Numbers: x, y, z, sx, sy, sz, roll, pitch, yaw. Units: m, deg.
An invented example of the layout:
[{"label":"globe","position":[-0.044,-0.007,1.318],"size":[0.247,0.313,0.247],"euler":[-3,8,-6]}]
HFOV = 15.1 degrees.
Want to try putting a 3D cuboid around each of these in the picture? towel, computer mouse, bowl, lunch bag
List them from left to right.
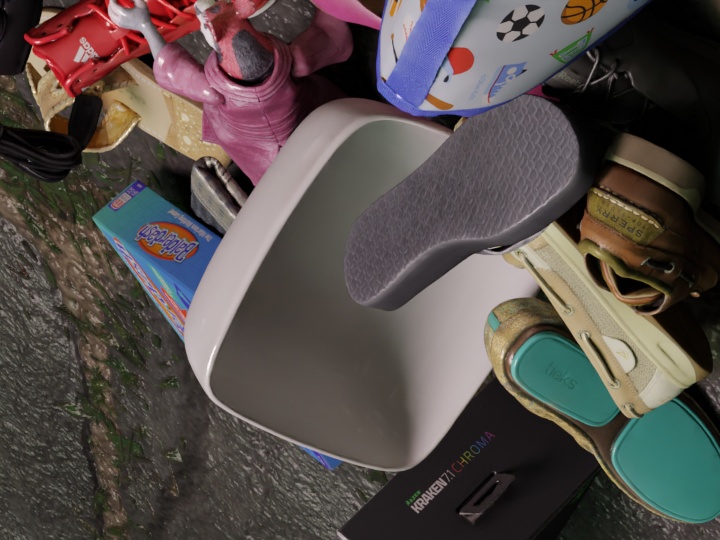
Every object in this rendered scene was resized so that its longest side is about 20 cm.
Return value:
[{"label":"computer mouse","position":[-0.210,-0.156,1.712],"size":[0.140,0.200,0.046],"euler":[25,147,-35]},{"label":"towel","position":[-0.035,0.016,1.729],"size":[0.200,0.035,0.193],"euler":[48,170,5]},{"label":"bowl","position":[0.000,0.000,1.551],"size":[0.200,0.200,0.075],"euler":[25,-169,-43]},{"label":"lunch bag","position":[0.094,-0.174,1.267],"size":[0.124,0.200,0.170],"euler":[42,149,8]}]

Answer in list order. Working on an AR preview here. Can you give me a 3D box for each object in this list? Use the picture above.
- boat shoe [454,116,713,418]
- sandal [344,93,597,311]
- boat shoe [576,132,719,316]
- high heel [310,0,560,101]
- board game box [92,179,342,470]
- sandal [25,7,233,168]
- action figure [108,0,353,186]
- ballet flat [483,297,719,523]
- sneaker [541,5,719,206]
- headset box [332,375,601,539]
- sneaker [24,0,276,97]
[{"label":"boat shoe","position":[0.111,-0.002,1.506],"size":[0.063,0.073,0.201],"euler":[-38,108,24]},{"label":"sandal","position":[0.062,-0.036,1.419],"size":[0.043,0.076,0.200],"euler":[12,156,-31]},{"label":"boat shoe","position":[0.147,-0.014,1.429],"size":[0.072,0.068,0.200],"euler":[27,174,22]},{"label":"high heel","position":[0.040,-0.153,1.468],"size":[0.200,0.067,0.096],"euler":[35,161,-17]},{"label":"board game box","position":[-0.084,0.033,1.772],"size":[0.152,0.045,0.200],"euler":[55,169,-30]},{"label":"sandal","position":[-0.174,-0.108,1.777],"size":[0.212,0.070,0.078],"euler":[25,142,31]},{"label":"action figure","position":[-0.062,-0.095,1.567],"size":[0.200,0.134,0.149],"euler":[57,-160,-69]},{"label":"ballet flat","position":[0.145,0.078,1.595],"size":[0.200,0.071,0.071],"euler":[37,156,-31]},{"label":"sneaker","position":[0.134,-0.101,1.395],"size":[0.200,0.091,0.076],"euler":[46,130,-1]},{"label":"headset box","position":[0.052,0.179,1.728],"size":[0.093,0.174,0.200],"euler":[40,146,12]},{"label":"sneaker","position":[-0.126,-0.151,1.630],"size":[0.078,0.116,0.200],"euler":[52,148,-7]}]
